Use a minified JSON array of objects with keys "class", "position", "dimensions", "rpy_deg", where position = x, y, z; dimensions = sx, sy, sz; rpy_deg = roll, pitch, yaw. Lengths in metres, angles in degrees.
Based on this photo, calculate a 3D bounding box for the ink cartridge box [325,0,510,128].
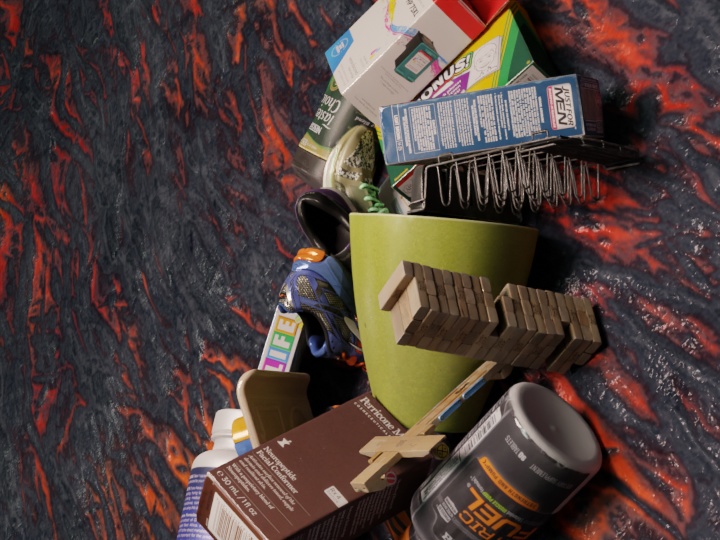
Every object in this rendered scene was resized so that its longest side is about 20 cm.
[{"class":"ink cartridge box","position":[0.060,-0.262,1.610],"dimensions":[0.200,0.067,0.116],"rpy_deg":[-44,30,14]}]

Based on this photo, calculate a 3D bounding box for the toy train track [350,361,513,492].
[{"class":"toy train track","position":[0.072,0.143,1.345],"dimensions":[0.200,0.033,0.114],"rpy_deg":[-39,14,-29]}]

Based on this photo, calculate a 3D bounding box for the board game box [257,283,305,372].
[{"class":"board game box","position":[-0.086,0.096,1.675],"dimensions":[0.200,0.034,0.135],"rpy_deg":[98,-172,-80]}]

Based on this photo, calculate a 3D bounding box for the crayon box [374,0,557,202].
[{"class":"crayon box","position":[0.107,-0.186,1.590],"dimensions":[0.200,0.058,0.173],"rpy_deg":[-41,34,20]}]

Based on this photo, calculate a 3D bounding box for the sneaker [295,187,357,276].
[{"class":"sneaker","position":[0.000,0.000,1.550],"dimensions":[0.076,0.200,0.088],"rpy_deg":[-44,-5,8]}]

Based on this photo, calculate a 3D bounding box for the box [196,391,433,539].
[{"class":"box","position":[-0.040,0.200,1.370],"dimensions":[0.100,0.199,0.075],"rpy_deg":[42,136,28]}]

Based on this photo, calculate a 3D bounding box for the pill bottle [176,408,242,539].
[{"class":"pill bottle","position":[-0.138,0.264,1.668],"dimensions":[0.119,0.119,0.201],"rpy_deg":[-15,60,52]}]

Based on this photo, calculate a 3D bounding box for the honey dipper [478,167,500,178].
[{"class":"honey dipper","position":[0.120,-0.128,1.604],"dimensions":[0.038,0.038,0.201],"rpy_deg":[-49,33,28]}]

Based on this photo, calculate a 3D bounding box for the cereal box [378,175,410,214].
[{"class":"cereal box","position":[0.031,-0.021,1.663],"dimensions":[0.200,0.039,0.144],"rpy_deg":[-53,35,23]}]

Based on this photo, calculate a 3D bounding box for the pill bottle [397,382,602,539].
[{"class":"pill bottle","position":[0.116,0.203,1.337],"dimensions":[0.200,0.106,0.107],"rpy_deg":[-51,35,26]}]

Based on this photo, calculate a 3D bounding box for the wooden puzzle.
[{"class":"wooden puzzle","position":[-0.075,0.204,1.505],"dimensions":[0.046,0.185,0.201],"rpy_deg":[-16,80,16]}]

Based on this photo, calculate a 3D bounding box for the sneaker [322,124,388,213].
[{"class":"sneaker","position":[0.008,-0.057,1.625],"dimensions":[0.088,0.077,0.201],"rpy_deg":[7,91,30]}]

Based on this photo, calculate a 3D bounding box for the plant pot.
[{"class":"plant pot","position":[0.073,0.052,1.451],"dimensions":[0.187,0.186,0.202],"rpy_deg":[4,89,57]}]

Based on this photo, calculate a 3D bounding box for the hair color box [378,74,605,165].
[{"class":"hair color box","position":[0.128,-0.144,1.446],"dimensions":[0.199,0.100,0.061],"rpy_deg":[-7,92,21]}]

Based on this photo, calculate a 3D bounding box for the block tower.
[{"class":"block tower","position":[0.117,0.045,1.343],"dimensions":[0.054,0.199,0.058],"rpy_deg":[-56,31,41]}]

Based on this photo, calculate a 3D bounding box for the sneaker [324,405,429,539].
[{"class":"sneaker","position":[0.007,0.208,1.491],"dimensions":[0.078,0.112,0.200],"rpy_deg":[-59,33,14]}]

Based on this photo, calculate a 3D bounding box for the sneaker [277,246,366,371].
[{"class":"sneaker","position":[-0.017,0.069,1.541],"dimensions":[0.079,0.200,0.075],"rpy_deg":[-50,21,-22]}]

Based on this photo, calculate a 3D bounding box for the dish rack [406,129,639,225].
[{"class":"dish rack","position":[0.158,-0.086,1.407],"dimensions":[0.199,0.153,0.055],"rpy_deg":[-11,80,43]}]

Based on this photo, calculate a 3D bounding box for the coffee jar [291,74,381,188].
[{"class":"coffee jar","position":[-0.005,-0.184,1.776],"dimensions":[0.104,0.085,0.201],"rpy_deg":[31,98,58]}]
